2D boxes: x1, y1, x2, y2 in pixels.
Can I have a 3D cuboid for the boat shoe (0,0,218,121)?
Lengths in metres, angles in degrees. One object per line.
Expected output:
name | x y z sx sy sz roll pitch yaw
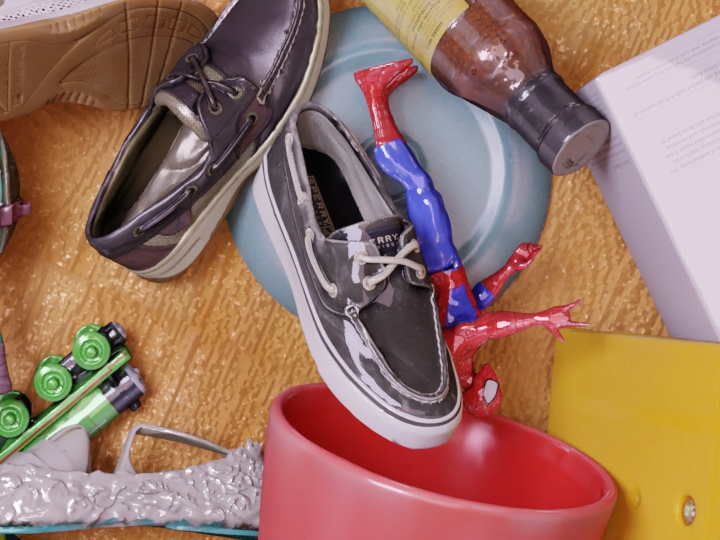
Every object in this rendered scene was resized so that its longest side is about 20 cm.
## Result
boat shoe | -0.169 -0.130 0.989 0.069 0.199 0.071 35 123 36

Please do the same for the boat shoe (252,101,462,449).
boat shoe | 0.000 0.000 0.946 0.070 0.064 0.201 -13 61 -31

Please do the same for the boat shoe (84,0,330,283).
boat shoe | -0.086 -0.085 1.003 0.073 0.065 0.201 32 96 30

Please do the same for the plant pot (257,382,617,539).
plant pot | 0.024 0.176 0.966 0.198 0.200 0.179 14 100 -1

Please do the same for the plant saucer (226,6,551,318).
plant saucer | 0.016 -0.058 1.039 0.198 0.036 0.202 0 89 -1

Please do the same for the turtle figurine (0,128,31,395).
turtle figurine | -0.235 -0.033 0.991 0.100 0.150 0.202 -5 97 -19

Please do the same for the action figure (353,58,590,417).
action figure | 0.066 -0.022 0.989 0.098 0.065 0.202 -13 90 8

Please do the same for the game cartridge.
game cartridge | 0.161 0.124 0.963 0.032 0.200 0.178 5 90 -23

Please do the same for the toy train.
toy train | -0.206 0.107 1.029 0.199 0.042 0.057 -39 100 -2

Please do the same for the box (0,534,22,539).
box | -0.154 0.213 0.976 0.199 0.117 0.049 38 87 -10

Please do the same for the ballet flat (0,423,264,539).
ballet flat | -0.142 0.119 1.006 0.198 0.072 0.073 4 89 -22

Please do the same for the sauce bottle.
sauce bottle | 0.059 -0.132 0.990 0.066 0.066 0.200 -37 64 -2

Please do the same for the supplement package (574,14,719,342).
supplement package | 0.214 -0.036 1.002 0.120 0.120 0.202 -25 90 -4
